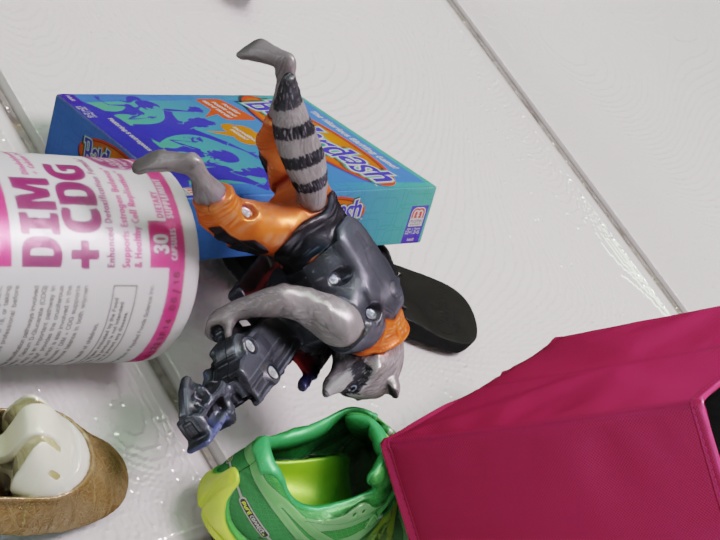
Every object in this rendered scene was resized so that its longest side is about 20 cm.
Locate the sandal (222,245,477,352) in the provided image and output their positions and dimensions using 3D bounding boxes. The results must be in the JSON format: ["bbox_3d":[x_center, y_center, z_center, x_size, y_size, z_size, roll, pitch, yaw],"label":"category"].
[{"bbox_3d":[0.000,0.000,0.959,0.199,0.045,0.075,18,44,-26],"label":"sandal"}]

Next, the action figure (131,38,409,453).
[{"bbox_3d":[-0.036,0.001,0.759,0.194,0.104,0.200,58,32,-25],"label":"action figure"}]

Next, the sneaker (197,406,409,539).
[{"bbox_3d":[0.007,0.123,0.816,0.199,0.084,0.074,2,51,-38],"label":"sneaker"}]

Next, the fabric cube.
[{"bbox_3d":[0.168,0.139,0.788,0.200,0.199,0.197,-25,97,-48],"label":"fabric cube"}]

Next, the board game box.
[{"bbox_3d":[-0.074,-0.064,0.916,0.200,0.045,0.152,-6,31,-43],"label":"board game box"}]

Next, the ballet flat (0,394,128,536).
[{"bbox_3d":[-0.193,0.086,0.698,0.199,0.072,0.068,10,47,-32],"label":"ballet flat"}]

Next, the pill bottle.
[{"bbox_3d":[-0.195,-0.006,0.752,0.199,0.113,0.114,0,53,-39],"label":"pill bottle"}]
